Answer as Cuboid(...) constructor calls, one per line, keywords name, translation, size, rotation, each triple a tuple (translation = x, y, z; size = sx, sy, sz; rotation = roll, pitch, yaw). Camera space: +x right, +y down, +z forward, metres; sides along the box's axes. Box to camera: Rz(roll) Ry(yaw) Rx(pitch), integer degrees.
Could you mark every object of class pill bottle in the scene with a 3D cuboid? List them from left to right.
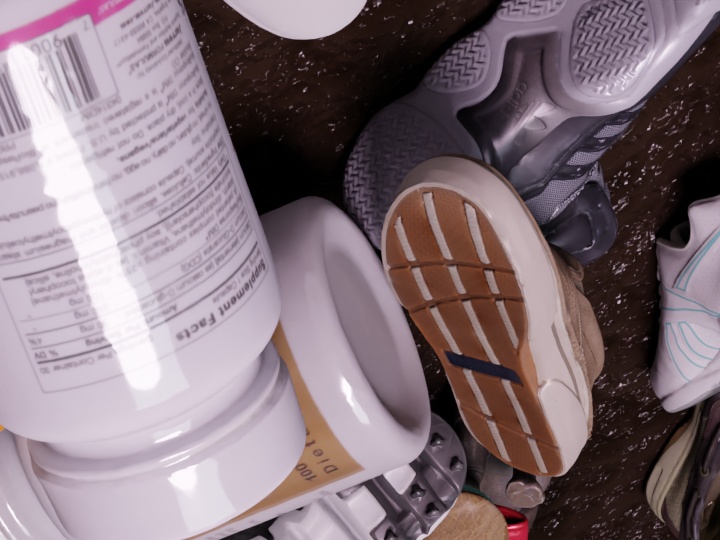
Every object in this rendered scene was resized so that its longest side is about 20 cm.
Cuboid(name="pill bottle", translation=(-0.092, -0.014, 0.686), size=(0.113, 0.113, 0.201), rotation=(-24, 115, -12))
Cuboid(name="pill bottle", translation=(-0.082, 0.058, 0.833), size=(0.199, 0.115, 0.114), rotation=(-23, 148, 15))

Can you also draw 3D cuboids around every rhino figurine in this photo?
Cuboid(name="rhino figurine", translation=(0.074, 0.083, 1.046), size=(0.059, 0.088, 0.201), rotation=(13, 137, 4))

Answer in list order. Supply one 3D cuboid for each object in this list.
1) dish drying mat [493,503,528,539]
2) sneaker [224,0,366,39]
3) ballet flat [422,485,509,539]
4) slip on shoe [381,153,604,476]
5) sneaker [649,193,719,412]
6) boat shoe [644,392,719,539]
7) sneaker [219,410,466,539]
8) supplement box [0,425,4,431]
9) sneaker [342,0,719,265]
Cuboid(name="dish drying mat", translation=(0.040, 0.191, 1.006), size=(0.076, 0.018, 0.201), rotation=(3, 128, 1))
Cuboid(name="sneaker", translation=(-0.025, -0.133, 0.685), size=(0.075, 0.089, 0.200), rotation=(-29, 146, -8))
Cuboid(name="ballet flat", translation=(0.009, 0.185, 0.947), size=(0.068, 0.073, 0.200), rotation=(29, 128, -7))
Cuboid(name="slip on shoe", translation=(0.065, 0.010, 0.851), size=(0.061, 0.076, 0.201), rotation=(-56, 144, -25))
Cuboid(name="sneaker", translation=(0.187, 0.014, 1.061), size=(0.070, 0.081, 0.200), rotation=(-30, 166, -17))
Cuboid(name="boat shoe", translation=(0.230, 0.092, 1.187), size=(0.073, 0.065, 0.201), rotation=(-11, 139, -26))
Cuboid(name="sneaker", translation=(-0.041, 0.134, 0.890), size=(0.200, 0.067, 0.090), rotation=(-39, -177, -10))
Cuboid(name="supplement box", translation=(-0.208, 0.012, 0.733), size=(0.126, 0.074, 0.200), rotation=(-41, 145, 14))
Cuboid(name="sneaker", translation=(0.093, -0.068, 0.876), size=(0.200, 0.076, 0.114), rotation=(-37, 147, 18))
